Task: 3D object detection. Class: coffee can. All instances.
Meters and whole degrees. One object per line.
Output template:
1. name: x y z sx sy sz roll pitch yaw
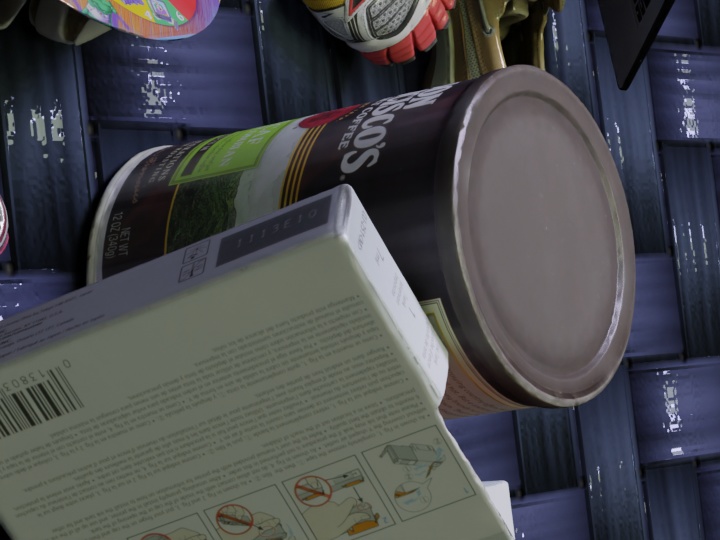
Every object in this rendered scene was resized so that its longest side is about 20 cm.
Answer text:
1. coffee can: 0.000 0.000 1.294 0.146 0.199 0.147 20 65 -52

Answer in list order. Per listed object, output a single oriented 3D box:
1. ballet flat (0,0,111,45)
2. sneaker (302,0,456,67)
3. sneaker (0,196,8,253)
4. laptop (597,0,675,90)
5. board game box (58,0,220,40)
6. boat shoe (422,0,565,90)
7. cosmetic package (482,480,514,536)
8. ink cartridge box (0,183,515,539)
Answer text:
1. ballet flat: -0.140 -0.134 1.269 0.200 0.070 0.066 12 100 -49
2. sneaker: 0.010 -0.208 1.460 0.082 0.078 0.201 23 65 -48
3. sneaker: -0.201 -0.070 1.148 0.200 0.074 0.081 53 45 -34
4. laptop: 0.093 -0.218 1.534 0.115 0.200 0.188 -5 66 -13
5. board game box: -0.121 -0.187 1.232 0.200 0.039 0.158 54 26 10
6. boat shoe: 0.074 -0.143 1.532 0.072 0.076 0.201 0 82 -52
7. cosmetic package: 0.024 0.209 1.412 0.151 0.052 0.201 -3 86 -56
8. ink cartridge box: -0.054 0.075 1.212 0.174 0.199 0.044 59 20 -27
